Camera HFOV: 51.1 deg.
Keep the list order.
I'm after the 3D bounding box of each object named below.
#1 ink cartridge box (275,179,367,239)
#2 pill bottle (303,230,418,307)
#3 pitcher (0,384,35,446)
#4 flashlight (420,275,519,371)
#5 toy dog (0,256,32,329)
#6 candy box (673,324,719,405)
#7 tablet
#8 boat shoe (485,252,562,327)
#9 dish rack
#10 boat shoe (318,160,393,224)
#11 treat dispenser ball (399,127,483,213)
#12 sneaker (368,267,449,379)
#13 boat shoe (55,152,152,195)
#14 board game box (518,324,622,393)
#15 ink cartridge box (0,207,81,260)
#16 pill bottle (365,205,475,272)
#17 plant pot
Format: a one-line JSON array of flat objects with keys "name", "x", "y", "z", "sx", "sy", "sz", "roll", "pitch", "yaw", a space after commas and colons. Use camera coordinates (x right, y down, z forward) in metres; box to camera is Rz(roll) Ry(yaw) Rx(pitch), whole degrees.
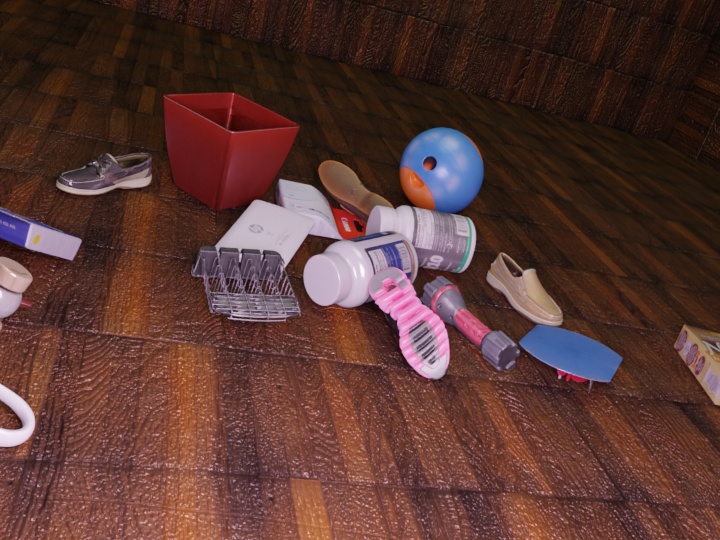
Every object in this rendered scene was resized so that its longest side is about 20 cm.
[{"name": "ink cartridge box", "x": -0.072, "y": -0.122, "z": 1.554, "sx": 0.197, "sy": 0.048, "sz": 0.161, "roll": 8, "pitch": 27, "yaw": -16}, {"name": "pill bottle", "x": 0.000, "y": 0.000, "z": 1.270, "sx": 0.110, "sy": 0.112, "sz": 0.199, "roll": 32, "pitch": 29, "yaw": 31}, {"name": "pitcher", "x": -0.443, "y": 0.108, "z": 0.781, "sx": 0.200, "sy": 0.122, "sz": 0.171, "roll": 47, "pitch": 16, "yaw": 31}, {"name": "flashlight", "x": 0.182, "y": 0.086, "z": 1.262, "sx": 0.067, "sy": 0.069, "sz": 0.200, "roll": -1, "pitch": 29, "yaw": -36}, {"name": "toy dog", "x": -0.491, "y": -0.002, "z": 0.961, "sx": 0.201, "sy": 0.131, "sz": 0.096, "roll": 58, "pitch": 2, "yaw": 12}, {"name": "candy box", "x": 0.677, "y": 0.182, "z": 1.394, "sx": 0.114, "sy": 0.056, "sz": 0.201, "roll": 14, "pitch": 25, "yaw": -6}, {"name": "tablet", "x": -0.172, "y": -0.064, "z": 1.370, "sx": 0.128, "sy": 0.014, "sz": 0.201, "roll": 20, "pitch": 35, "yaw": 6}, {"name": "boat shoe", "x": 0.318, "y": 0.032, "z": 1.450, "sx": 0.071, "sy": 0.077, "sz": 0.200, "roll": -3, "pitch": 32, "yaw": -37}, {"name": "dish rack", "x": -0.176, "y": 0.028, "z": 1.169, "sx": 0.151, "sy": 0.055, "sz": 0.201, "roll": 2, "pitch": 31, "yaw": -21}, {"name": "boat shoe", "x": -0.012, "y": -0.152, "z": 1.598, "sx": 0.200, "sy": 0.071, "sz": 0.070, "roll": 42, "pitch": 73, "yaw": 16}, {"name": "treat dispenser ball", "x": 0.189, "y": -0.232, "z": 1.763, "sx": 0.198, "sy": 0.203, "sz": 0.202, "roll": 14, "pitch": 25, "yaw": -6}, {"name": "sneaker", "x": 0.084, "y": 0.091, "z": 1.185, "sx": 0.078, "sy": 0.096, "sz": 0.201, "roll": -26, "pitch": 58, "yaw": -3}, {"name": "boat shoe", "x": -0.475, "y": -0.188, "z": 1.408, "sx": 0.071, "sy": 0.067, "sz": 0.200, "roll": 31, "pitch": 28, "yaw": 28}, {"name": "board game box", "x": 0.351, "y": 0.152, "z": 1.274, "sx": 0.156, "sy": 0.039, "sz": 0.199, "roll": 22, "pitch": 20, "yaw": 23}, {"name": "ink cartridge box", "x": -0.529, "y": -0.075, "z": 1.066, "sx": 0.195, "sy": 0.048, "sz": 0.200, "roll": 22, "pitch": -3, "yaw": 7}, {"name": "pill bottle", "x": 0.116, "y": -0.064, "z": 1.475, "sx": 0.197, "sy": 0.115, "sz": 0.113, "roll": 9, "pitch": 26, "yaw": -17}, {"name": "plant pot", "x": -0.270, "y": -0.235, "z": 1.506, "sx": 0.198, "sy": 0.178, "sz": 0.199, "roll": 30, "pitch": 29, "yaw": 27}]
